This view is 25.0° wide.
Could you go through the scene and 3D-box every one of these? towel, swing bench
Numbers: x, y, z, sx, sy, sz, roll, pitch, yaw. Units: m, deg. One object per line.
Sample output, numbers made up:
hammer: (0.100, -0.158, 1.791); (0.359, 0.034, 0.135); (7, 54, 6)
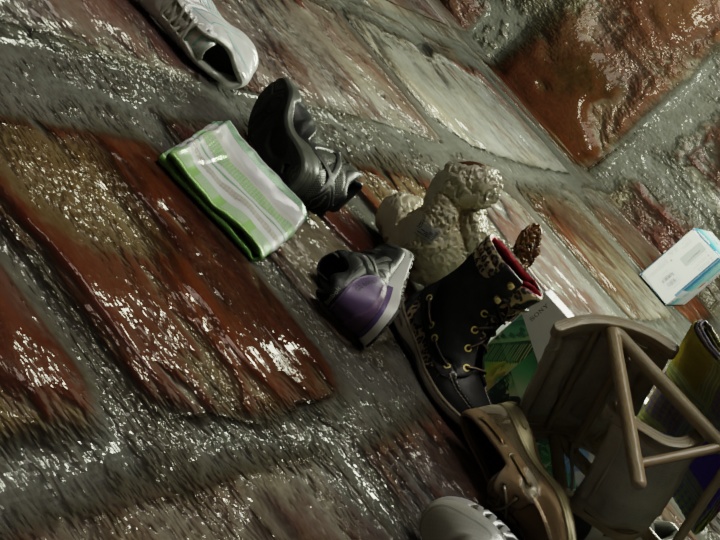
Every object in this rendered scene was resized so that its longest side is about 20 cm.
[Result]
towel: (0.334, 0.157, 1.608); (0.023, 0.200, 0.144); (-12, 55, -27)
towel: (-0.125, -0.087, 1.680); (0.149, 0.031, 0.200); (45, 16, -3)
swing bench: (0.252, 0.175, 1.619); (0.130, 0.199, 0.200); (-8, 53, -22)

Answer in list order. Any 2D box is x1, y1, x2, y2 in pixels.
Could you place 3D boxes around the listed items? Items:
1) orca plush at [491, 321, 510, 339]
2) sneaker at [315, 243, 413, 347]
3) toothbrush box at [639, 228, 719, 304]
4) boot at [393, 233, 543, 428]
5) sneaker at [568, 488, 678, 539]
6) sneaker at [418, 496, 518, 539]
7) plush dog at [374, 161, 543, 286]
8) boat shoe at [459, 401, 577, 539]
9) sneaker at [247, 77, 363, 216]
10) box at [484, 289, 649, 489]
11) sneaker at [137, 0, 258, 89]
orca plush: (0.171, 0.097, 1.915); (0.200, 0.105, 0.071); (14, -12, -21)
sneaker: (0.000, 0.000, 1.720); (0.088, 0.076, 0.200); (38, 17, -9)
toothbrush box: (0.665, -0.006, 3.288); (0.085, 0.146, 0.200); (51, 16, 14)
boot: (0.130, 0.070, 1.734); (0.073, 0.151, 0.200); (29, 25, -47)
sneaker: (0.266, 0.259, 1.748); (0.200, 0.089, 0.074); (33, 23, -35)
sneaker: (0.104, 0.270, 1.347); (0.081, 0.075, 0.200); (11, 38, -50)
plush dog: (0.121, -0.017, 1.948); (0.172, 0.200, 0.161); (28, 56, -26)
boat shoe: (0.154, 0.221, 1.612); (0.064, 0.071, 0.200); (-4, 48, -24)
sneaker: (-0.064, -0.135, 1.874); (0.114, 0.076, 0.200); (35, 23, -40)
box: (0.222, 0.142, 1.811); (0.200, 0.144, 0.036); (49, 15, 8)
sneaker: (-0.198, -0.293, 1.918); (0.200, 0.070, 0.080); (42, 19, -17)
